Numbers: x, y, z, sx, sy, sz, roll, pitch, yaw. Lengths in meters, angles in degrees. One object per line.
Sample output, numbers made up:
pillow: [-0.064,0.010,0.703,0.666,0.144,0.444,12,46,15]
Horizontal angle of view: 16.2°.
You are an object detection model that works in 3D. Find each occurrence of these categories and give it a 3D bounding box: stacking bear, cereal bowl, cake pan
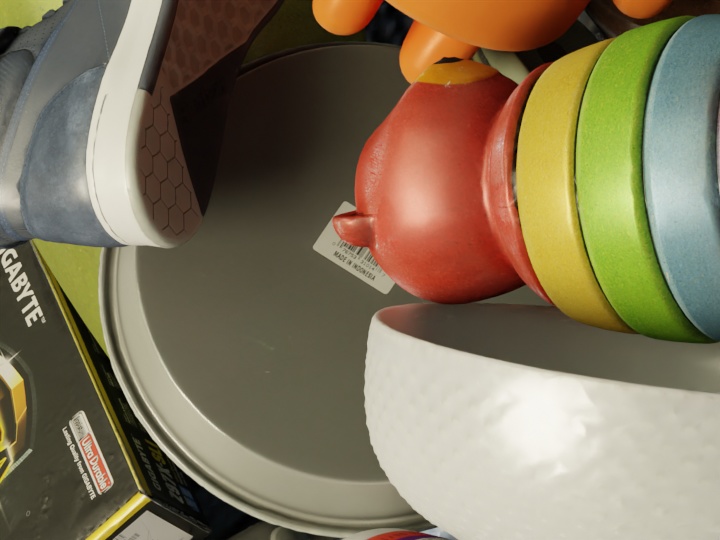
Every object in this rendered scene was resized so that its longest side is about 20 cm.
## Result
stacking bear: [0.088,-0.032,0.826,0.200,0.121,0.114,-4,105,33]
cereal bowl: [0.097,0.064,0.823,0.200,0.200,0.083,12,100,49]
cake pan: [0.000,0.000,0.962,0.037,0.200,0.201,103,174,-72]

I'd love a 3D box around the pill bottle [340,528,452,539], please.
pill bottle: [0.061,0.157,0.870,0.200,0.112,0.113,6,78,49]

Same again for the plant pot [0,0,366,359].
plant pot: [-0.067,-0.040,1.067,0.187,0.187,0.200,-33,63,33]

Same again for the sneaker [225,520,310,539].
sneaker: [-0.102,0.147,1.067,0.200,0.075,0.079,-37,68,30]

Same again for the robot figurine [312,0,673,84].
robot figurine: [0.056,-0.159,0.892,0.144,0.117,0.200,55,127,27]

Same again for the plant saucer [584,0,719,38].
plant saucer: [0.120,-0.162,0.947,0.200,0.032,0.201,26,121,53]

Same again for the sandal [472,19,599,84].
sandal: [0.107,-0.047,0.923,0.057,0.080,0.201,-58,49,26]

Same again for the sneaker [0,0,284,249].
sneaker: [-0.111,-0.092,0.964,0.146,0.077,0.203,-5,49,30]

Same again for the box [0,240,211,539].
box: [-0.164,0.086,1.083,0.160,0.049,0.200,-42,45,13]
